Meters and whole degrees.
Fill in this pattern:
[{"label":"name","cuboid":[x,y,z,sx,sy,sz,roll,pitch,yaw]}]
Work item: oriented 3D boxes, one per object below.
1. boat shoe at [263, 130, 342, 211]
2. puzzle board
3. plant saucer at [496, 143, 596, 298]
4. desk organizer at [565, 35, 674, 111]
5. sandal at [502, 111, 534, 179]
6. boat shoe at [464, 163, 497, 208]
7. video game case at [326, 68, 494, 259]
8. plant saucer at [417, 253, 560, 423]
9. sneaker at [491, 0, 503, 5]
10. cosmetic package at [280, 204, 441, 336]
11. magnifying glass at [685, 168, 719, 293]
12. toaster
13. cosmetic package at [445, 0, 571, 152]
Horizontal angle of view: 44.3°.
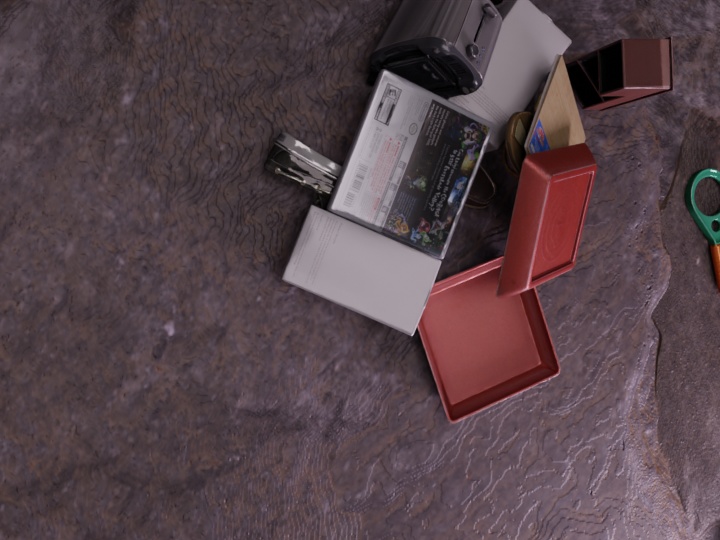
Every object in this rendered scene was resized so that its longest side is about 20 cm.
[{"label":"boat shoe","cuboid":[-0.041,-0.116,1.230,0.198,0.071,0.064,30,94,-14]},{"label":"puzzle board","cuboid":[0.278,-0.185,1.269,0.200,0.017,0.153,50,58,-54]},{"label":"plant saucer","cuboid":[0.270,-0.068,1.244,0.199,0.036,0.203,-17,122,-50]},{"label":"desk organizer","cuboid":[0.361,-0.279,1.273,0.075,0.200,0.073,-3,92,-13]},{"label":"sandal","cuboid":[0.234,-0.166,1.271,0.053,0.199,0.082,12,85,26]},{"label":"boat shoe","cuboid":[0.124,-0.160,1.271,0.199,0.072,0.073,40,81,-14]},{"label":"video game case","cuboid":[0.070,-0.142,1.204,0.179,0.023,0.203,22,90,-17]},{"label":"plant saucer","cuboid":[0.181,0.095,1.314,0.197,0.037,0.203,-21,96,-15]},{"label":"sneaker","cuboid":[0.117,-0.431,1.261,0.196,0.074,0.090,9,85,-13]},{"label":"cosmetic package","cuboid":[0.000,0.000,1.216,0.197,0.081,0.115,25,88,-6]},{"label":"magnifying glass","cuboid":[0.576,-0.065,1.435,0.078,0.022,0.204,-14,96,-16]},{"label":"toaster","cuboid":[0.102,-0.314,1.214,0.113,0.198,0.131,37,70,-31]},{"label":"cosmetic package","cuboid":[0.201,-0.283,1.285,0.107,0.085,0.201,39,80,-14]}]
